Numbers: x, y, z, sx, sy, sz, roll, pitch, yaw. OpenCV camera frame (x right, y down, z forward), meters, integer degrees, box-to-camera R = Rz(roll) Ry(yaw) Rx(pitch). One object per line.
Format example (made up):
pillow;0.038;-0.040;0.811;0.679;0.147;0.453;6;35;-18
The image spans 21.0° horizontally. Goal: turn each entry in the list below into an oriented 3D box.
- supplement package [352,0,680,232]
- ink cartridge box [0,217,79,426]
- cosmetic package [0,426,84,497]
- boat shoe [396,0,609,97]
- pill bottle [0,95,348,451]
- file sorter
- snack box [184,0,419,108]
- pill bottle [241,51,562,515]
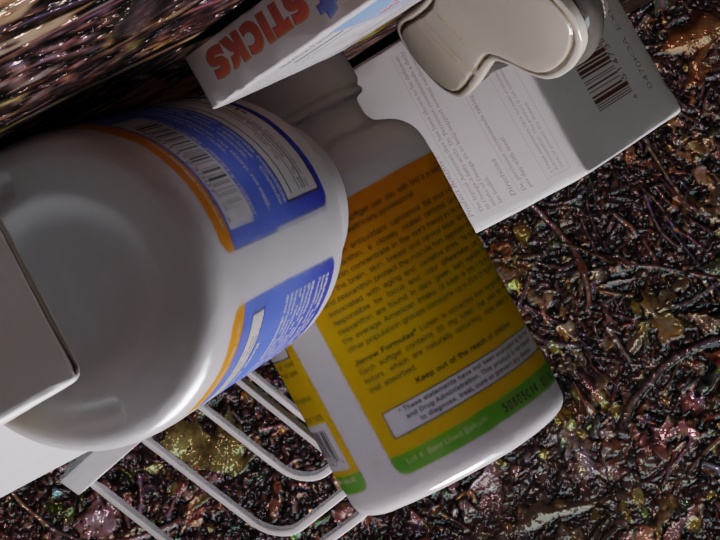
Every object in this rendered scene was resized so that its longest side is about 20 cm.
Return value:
supplement package;0.059;-0.086;1.117;0.200;0.117;0.117;-27;-175;43
ink cartridge box;-0.201;0.051;0.621;0.145;0.084;0.200;-30;-179;-37
cosmetic package;-0.212;0.068;0.909;0.200;0.052;0.151;-29;153;20
boat shoe;0.064;-0.116;0.806;0.057;0.067;0.200;-45;-171;-9
pill bottle;-0.071;-0.008;0.743;0.112;0.112;0.200;-28;-179;18
file sorter;-0.041;0.054;1.043;0.139;0.124;0.200;-41;-167;38
snack box;0.025;-0.107;0.619;0.072;0.024;0.200;-29;-179;-42
pill bottle;0.000;0.000;0.889;0.111;0.200;0.111;-29;-178;1
